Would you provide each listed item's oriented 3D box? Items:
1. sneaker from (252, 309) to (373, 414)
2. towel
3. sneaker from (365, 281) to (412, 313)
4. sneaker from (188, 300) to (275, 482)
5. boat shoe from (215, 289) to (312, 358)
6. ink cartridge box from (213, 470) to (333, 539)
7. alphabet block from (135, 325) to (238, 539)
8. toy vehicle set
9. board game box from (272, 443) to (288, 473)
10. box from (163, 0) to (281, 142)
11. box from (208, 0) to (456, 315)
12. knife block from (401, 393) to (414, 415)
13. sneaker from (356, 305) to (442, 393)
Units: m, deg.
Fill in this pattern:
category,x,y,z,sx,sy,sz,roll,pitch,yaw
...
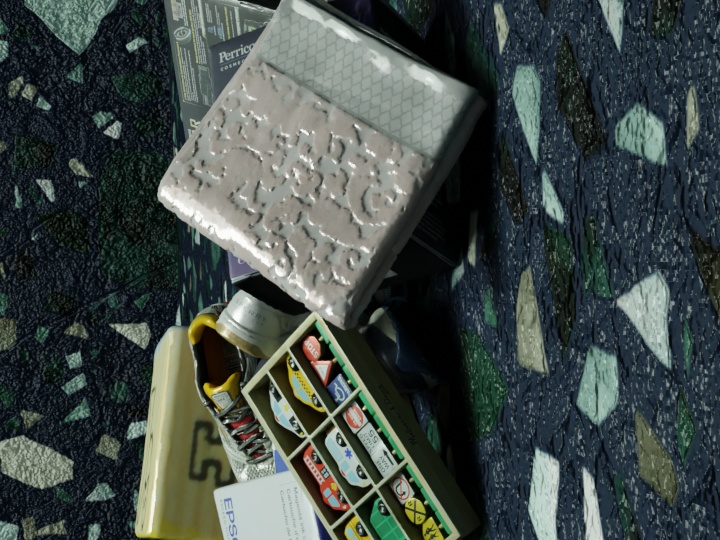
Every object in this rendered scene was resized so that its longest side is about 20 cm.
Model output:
category,x,y,z,sx,sy,sz,roll,pitch,yaw
sneaker,-0.061,0.079,1.426,0.200,0.078,0.079,-36,-48,-59
towel,-0.031,-0.085,1.145,0.199,0.032,0.192,33,91,33
sneaker,0.000,0.000,1.378,0.200,0.072,0.083,142,120,-78
sneaker,-0.111,0.128,1.463,0.202,0.077,0.082,68,-161,8
boat shoe,-0.056,0.018,1.335,0.070,0.070,0.200,-62,-7,15
ink cartridge box,-0.036,0.260,1.316,0.199,0.043,0.199,-23,77,52
alphabet block,-0.115,0.175,1.603,0.195,0.194,0.203,139,137,-77
toy vehicle set,-0.003,0.139,1.224,0.201,0.026,0.124,56,134,15
board game box,-0.026,0.233,1.443,0.134,0.044,0.203,-3,-93,-72
box,-0.097,-0.165,1.469,0.159,0.043,0.202,19,130,33
box,-0.023,-0.088,1.220,0.104,0.146,0.202,30,-134,-59
knife block,0.013,0.207,1.379,0.201,0.063,0.177,-108,20,-51
sneaker,0.001,0.083,1.290,0.077,0.085,0.200,51,168,-7
